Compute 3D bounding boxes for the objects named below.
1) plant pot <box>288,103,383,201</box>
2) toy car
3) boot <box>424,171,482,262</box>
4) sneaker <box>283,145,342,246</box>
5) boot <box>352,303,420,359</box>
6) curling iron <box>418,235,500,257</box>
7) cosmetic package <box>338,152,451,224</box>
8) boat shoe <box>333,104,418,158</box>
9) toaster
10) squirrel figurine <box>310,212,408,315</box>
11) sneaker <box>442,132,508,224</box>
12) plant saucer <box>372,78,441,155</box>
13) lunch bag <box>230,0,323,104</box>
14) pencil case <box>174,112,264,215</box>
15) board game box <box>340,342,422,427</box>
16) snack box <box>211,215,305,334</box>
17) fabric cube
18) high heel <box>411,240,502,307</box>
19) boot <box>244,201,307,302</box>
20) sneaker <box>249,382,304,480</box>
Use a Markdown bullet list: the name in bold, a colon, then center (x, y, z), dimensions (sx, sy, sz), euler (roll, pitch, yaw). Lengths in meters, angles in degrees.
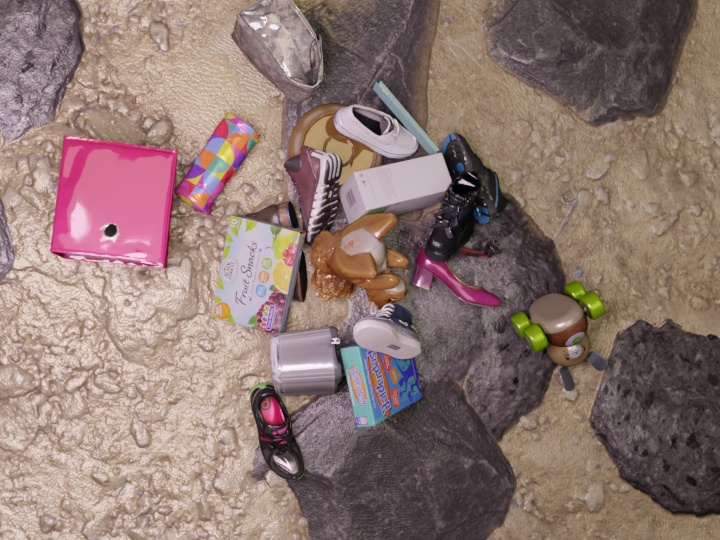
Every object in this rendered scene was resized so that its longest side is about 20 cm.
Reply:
- **plant pot**: center (-0.046, -0.240, 1.719), dimensions (0.199, 0.027, 0.201), euler (0, 89, -13)
- **toy car**: center (0.437, 0.154, 1.778), dimensions (0.164, 0.158, 0.201), euler (-29, 108, -1)
- **boot**: center (0.194, -0.121, 1.671), dimensions (0.073, 0.163, 0.198), euler (27, 38, 13)
- **sneaker**: center (-0.105, -0.155, 1.676), dimensions (0.115, 0.076, 0.201), euler (29, 121, 25)
- **boot**: center (0.043, 0.101, 1.602), dimensions (0.072, 0.200, 0.091), euler (-25, 60, 22)
- **curling iron**: center (0.205, -0.051, 1.755), dimensions (0.199, 0.026, 0.050), euler (2, 112, -27)
- **cosmetic package**: center (0.070, -0.161, 1.684), dimensions (0.199, 0.108, 0.085), euler (-14, 79, -22)
- **boat shoe**: center (0.044, -0.277, 1.697), dimensions (0.199, 0.065, 0.074), euler (11, 73, -33)
- **toaster**: center (-0.102, 0.173, 1.606), dimensions (0.128, 0.200, 0.114), euler (-6, 72, -5)
- **squirrel figurine**: center (0.000, 0.000, 1.669), dimensions (0.199, 0.187, 0.142), euler (-1, 57, 24)
- **sneaker**: center (0.237, -0.198, 1.777), dimensions (0.082, 0.073, 0.201), euler (-31, 98, -35)
- **plant saucer**: center (0.095, -0.308, 1.739), dimensions (0.019, 0.070, 0.200), euler (-40, 99, 17)
- **lunch bag**: center (-0.143, -0.419, 1.627), dimensions (0.117, 0.164, 0.200), euler (-39, 98, -10)
- **pencil case**: center (-0.271, -0.205, 1.634), dimensions (0.088, 0.088, 0.200), euler (36, 82, -11)
- **board game box**: center (0.045, 0.202, 1.659), dimensions (0.200, 0.045, 0.153), euler (-16, 95, -57)
- **snack box**: center (-0.194, 0.007, 1.619), dimensions (0.141, 0.053, 0.201), euler (14, 99, 10)
- **fabric cube**: center (-0.435, -0.115, 1.530), dimensions (0.195, 0.200, 0.201), euler (7, 86, -13)
- **high heel**: center (0.208, 0.011, 1.753), dimensions (0.199, 0.067, 0.097), euler (17, 95, -10)
- **boot**: center (-0.164, -0.031, 1.677), dimensions (0.096, 0.075, 0.201), euler (-8, 100, 10)
- **sneaker**: center (-0.164, 0.316, 1.647), dimensions (0.076, 0.084, 0.201), euler (-23, 94, -13)
